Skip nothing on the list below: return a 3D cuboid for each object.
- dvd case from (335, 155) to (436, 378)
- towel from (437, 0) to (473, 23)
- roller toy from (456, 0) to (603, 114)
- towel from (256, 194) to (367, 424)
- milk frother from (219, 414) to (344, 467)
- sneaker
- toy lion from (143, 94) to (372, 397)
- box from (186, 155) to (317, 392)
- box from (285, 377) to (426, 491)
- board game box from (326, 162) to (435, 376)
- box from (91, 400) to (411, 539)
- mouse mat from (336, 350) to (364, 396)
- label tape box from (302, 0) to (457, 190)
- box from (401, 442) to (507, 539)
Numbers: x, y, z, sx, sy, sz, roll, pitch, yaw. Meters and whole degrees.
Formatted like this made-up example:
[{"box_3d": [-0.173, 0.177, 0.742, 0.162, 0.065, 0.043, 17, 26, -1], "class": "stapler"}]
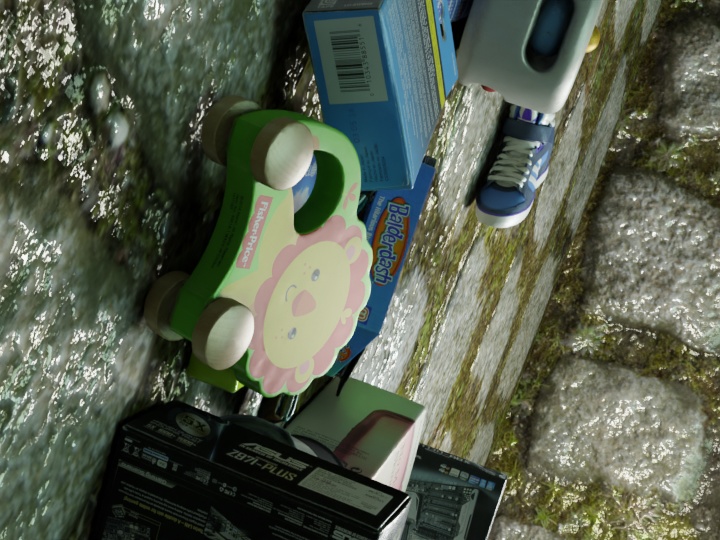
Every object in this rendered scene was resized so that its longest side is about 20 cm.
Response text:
[{"box_3d": [0.020, 0.000, 1.360, 0.200, 0.016, 0.149, 119, -8, -56], "class": "dvd case"}, {"box_3d": [0.093, -0.314, 1.375, 0.200, 0.024, 0.146, -31, 141, -67], "class": "towel"}, {"box_3d": [0.189, -0.266, 1.498, 0.200, 0.139, 0.183, 104, 6, -61], "class": "roller toy"}, {"box_3d": [-0.043, 0.034, 1.188, 0.147, 0.022, 0.201, 141, -32, -77], "class": "towel"}, {"box_3d": [-0.056, 0.231, 1.144, 0.182, 0.199, 0.188, -65, 166, -5], "class": "milk frother"}, {"box_3d": [0.214, -0.166, 1.934, 0.200, 0.080, 0.147, -50, 147, -48], "class": "sneaker"}, {"box_3d": [-0.051, -0.008, 0.984, 0.191, 0.068, 0.201, 6, 106, -55], "class": "toy lion"}, {"box_3d": [-0.069, -0.017, 1.070, 0.122, 0.047, 0.201, -28, 135, -72], "class": "box"}, {"box_3d": [-0.021, 0.211, 1.433, 0.200, 0.108, 0.129, -41, 147, -63], "class": "box"}, {"box_3d": [0.000, 0.000, 1.222, 0.200, 0.045, 0.153, 133, -22, -72], "class": "board game box"}, {"box_3d": [-0.085, 0.208, 0.991, 0.086, 0.199, 0.165, -23, 131, -71], "class": "box"}, {"box_3d": [0.020, 0.020, 1.408, 0.200, 0.007, 0.162, 118, -8, -53], "class": "mouse mat"}, {"box_3d": [0.020, -0.171, 1.085, 0.200, 0.063, 0.145, -67, 151, -56], "class": "label tape box"}, {"box_3d": [0.052, 0.279, 1.621, 0.050, 0.199, 0.159, 6, 104, -82], "class": "box"}]
